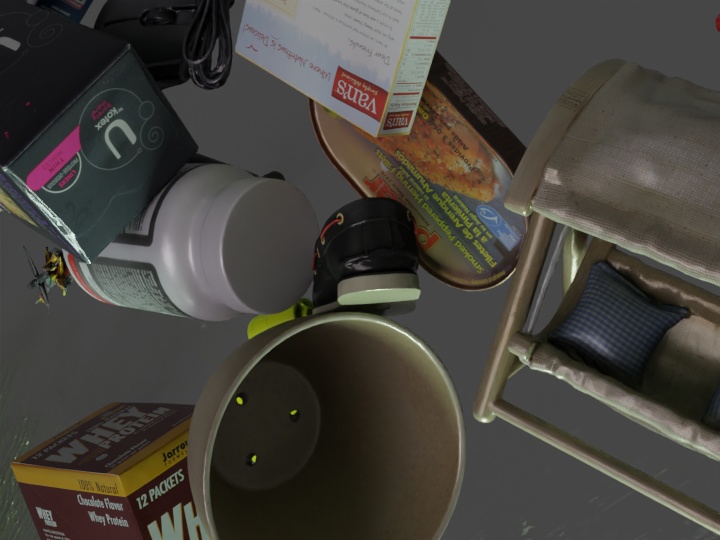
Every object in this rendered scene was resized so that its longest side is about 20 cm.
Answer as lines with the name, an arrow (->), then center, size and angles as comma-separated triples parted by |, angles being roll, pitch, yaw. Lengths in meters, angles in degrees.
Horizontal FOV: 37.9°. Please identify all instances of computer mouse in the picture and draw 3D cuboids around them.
computer mouse -> -0.157, -0.187, 0.790 | 0.199, 0.052, 0.141 | -11, 69, 51

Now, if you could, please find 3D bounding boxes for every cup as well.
cup -> -0.045, 0.124, 0.753 | 0.143, 0.198, 0.203 | 8, 118, 59

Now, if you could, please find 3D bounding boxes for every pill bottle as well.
pill bottle -> -0.131, -0.023, 0.799 | 0.198, 0.115, 0.118 | 7, 116, 44

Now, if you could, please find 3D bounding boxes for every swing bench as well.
swing bench -> 0.183, 0.015, 0.562 | 0.197, 0.129, 0.203 | 25, 126, 31

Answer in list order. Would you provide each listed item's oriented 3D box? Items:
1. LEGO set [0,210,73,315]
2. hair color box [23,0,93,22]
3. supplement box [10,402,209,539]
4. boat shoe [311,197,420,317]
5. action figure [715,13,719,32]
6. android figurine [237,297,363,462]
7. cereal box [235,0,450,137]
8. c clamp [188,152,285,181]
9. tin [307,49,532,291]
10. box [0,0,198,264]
LEGO set -> -0.279, -0.072, 0.931 | 0.153, 0.115, 0.202 | -26, 87, 49
hair color box -> -0.315, -0.191, 0.887 | 0.100, 0.060, 0.201 | 37, 98, 21
supplement box -> -0.210, 0.251, 1.034 | 0.196, 0.132, 0.203 | -5, 108, 43
boat shoe -> 0.003, 0.000, 0.728 | 0.201, 0.072, 0.064 | 118, 146, -77
action figure -> 0.257, -0.160, 0.462 | 0.199, 0.098, 0.066 | 6, 121, 65
android figurine -> -0.039, 0.117, 0.876 | 0.199, 0.041, 0.184 | -24, 95, 43
cereal box -> -0.001, -0.203, 0.647 | 0.143, 0.039, 0.202 | 36, 121, 32
c clamp -> -0.121, -0.063, 0.870 | 0.198, 0.027, 0.173 | 27, 127, 31
tin -> 0.043, -0.077, 0.707 | 0.201, 0.042, 0.112 | 50, 131, 11
box -> -0.236, -0.110, 0.766 | 0.199, 0.123, 0.107 | 26, 157, 39
